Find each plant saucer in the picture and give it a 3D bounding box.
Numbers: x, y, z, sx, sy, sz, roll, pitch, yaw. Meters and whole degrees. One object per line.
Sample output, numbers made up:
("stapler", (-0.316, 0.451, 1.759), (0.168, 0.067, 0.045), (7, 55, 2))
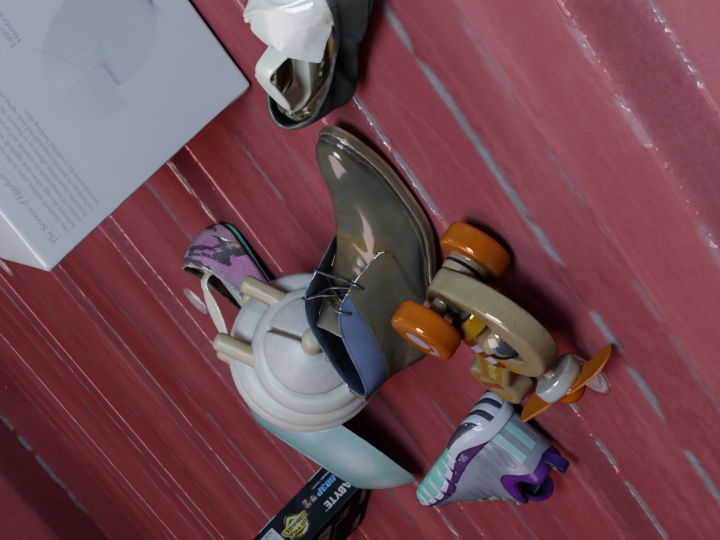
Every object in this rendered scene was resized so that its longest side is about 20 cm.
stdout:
("plant saucer", (-0.041, 0.155, 1.536), (0.200, 0.039, 0.201), (33, 173, 4))

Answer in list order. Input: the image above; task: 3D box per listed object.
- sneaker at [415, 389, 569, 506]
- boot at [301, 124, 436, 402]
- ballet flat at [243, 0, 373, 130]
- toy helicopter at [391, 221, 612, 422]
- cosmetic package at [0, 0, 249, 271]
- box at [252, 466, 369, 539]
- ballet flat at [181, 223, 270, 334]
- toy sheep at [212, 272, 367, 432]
("sneaker", (0.102, 0.164, 1.298), (0.087, 0.075, 0.200), (37, 159, 7))
("boot", (0.000, 0.000, 1.136), (0.074, 0.097, 0.201), (22, 150, 48))
("ballet flat", (-0.030, -0.141, 0.961), (0.068, 0.068, 0.200), (39, 159, 18))
("toy helicopter", (0.101, 0.055, 1.112), (0.132, 0.079, 0.200), (30, 168, 15))
("cosmetic package", (-0.225, -0.142, 1.159), (0.200, 0.200, 0.123), (54, 159, -22))
("box", (-0.059, 0.276, 1.713), (0.046, 0.159, 0.200), (41, 160, 13))
("ballet flat", (-0.083, 0.050, 1.444), (0.200, 0.071, 0.069), (49, 159, -10))
("toy sheep", (-0.045, 0.063, 1.305), (0.138, 0.138, 0.200), (45, 177, 1))
